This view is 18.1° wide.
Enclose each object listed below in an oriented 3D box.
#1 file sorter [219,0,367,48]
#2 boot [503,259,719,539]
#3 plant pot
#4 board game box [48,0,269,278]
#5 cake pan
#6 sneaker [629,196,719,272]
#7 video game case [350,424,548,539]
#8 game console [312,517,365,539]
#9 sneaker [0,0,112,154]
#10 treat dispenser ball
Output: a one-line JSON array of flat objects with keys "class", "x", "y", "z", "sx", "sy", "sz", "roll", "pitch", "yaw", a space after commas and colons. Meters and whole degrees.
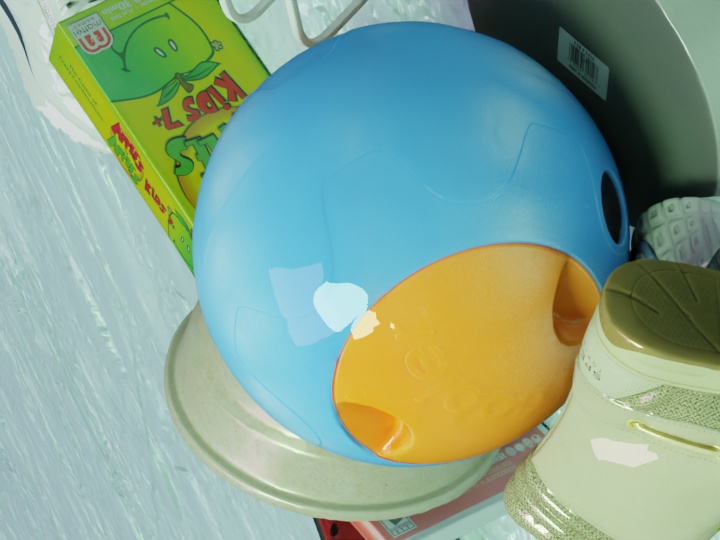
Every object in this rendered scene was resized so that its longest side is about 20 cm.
[{"class": "file sorter", "x": -0.074, "y": -0.211, "z": 1.094, "sx": 0.199, "sy": 0.125, "sz": 0.139, "roll": 24, "pitch": 148, "yaw": 28}, {"class": "boot", "x": 0.173, "y": 0.084, "z": 0.972, "sx": 0.156, "sy": 0.198, "sz": 0.073, "roll": 113, "pitch": 169, "yaw": -45}, {"class": "plant pot", "x": 0.000, "y": 0.000, "z": 1.237, "sx": 0.200, "sy": 0.199, "sz": 0.185, "roll": 43, "pitch": 139, "yaw": 33}, {"class": "board game box", "x": -0.097, "y": -0.085, "z": 1.407, "sx": 0.201, "sy": 0.101, "sz": 0.048, "roll": 55, "pitch": 154, "yaw": 13}, {"class": "cake pan", "x": 0.115, "y": -0.100, "z": 1.035, "sx": 0.200, "sy": 0.037, "sz": 0.201, "roll": 46, "pitch": 156, "yaw": 27}, {"class": "sneaker", "x": 0.165, "y": 0.026, "z": 1.041, "sx": 0.200, "sy": 0.086, "sz": 0.075, "roll": 95, "pitch": 170, "yaw": -61}, {"class": "video game case", "x": 0.012, "y": 0.076, "z": 1.316, "sx": 0.200, "sy": 0.142, "sz": 0.018, "roll": 45, "pitch": 139, "yaw": 31}, {"class": "game console", "x": -0.014, "y": 0.144, "z": 1.469, "sx": 0.172, "sy": 0.118, "sz": 0.202, "roll": 18, "pitch": 132, "yaw": 56}, {"class": "sneaker", "x": -0.200, "y": -0.170, "z": 1.559, "sx": 0.201, "sy": 0.076, "sz": 0.081, "roll": 54, "pitch": 145, "yaw": 12}, {"class": "treat dispenser ball", "x": 0.023, "y": -0.012, "z": 1.031, "sx": 0.201, "sy": 0.200, "sz": 0.202, "roll": 44, "pitch": 150, "yaw": 33}]
